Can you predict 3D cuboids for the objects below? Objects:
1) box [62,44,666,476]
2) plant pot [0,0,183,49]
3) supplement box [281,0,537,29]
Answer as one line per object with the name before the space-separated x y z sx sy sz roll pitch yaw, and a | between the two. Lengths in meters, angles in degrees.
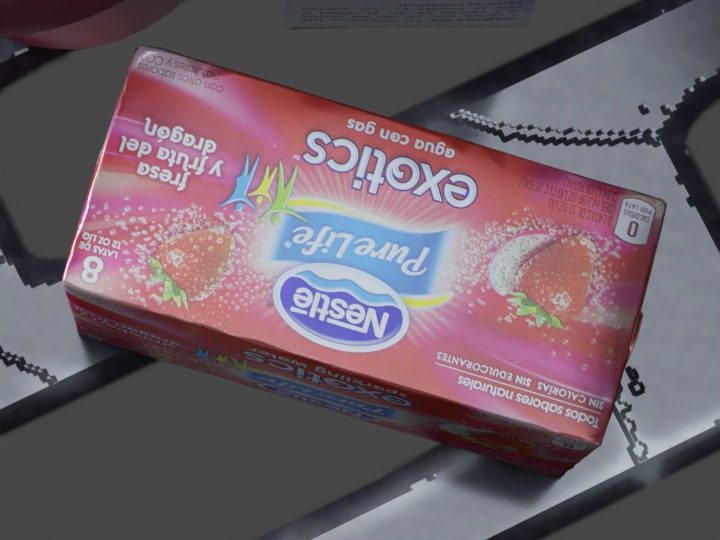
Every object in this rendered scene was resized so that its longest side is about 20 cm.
box | 0.000 0.000 0.938 0.200 0.100 0.096 17 78 0
plant pot | -0.120 -0.164 0.916 0.200 0.179 0.200 -1 78 6
supplement box | 0.022 -0.162 0.922 0.103 0.200 0.101 -2 78 -2
